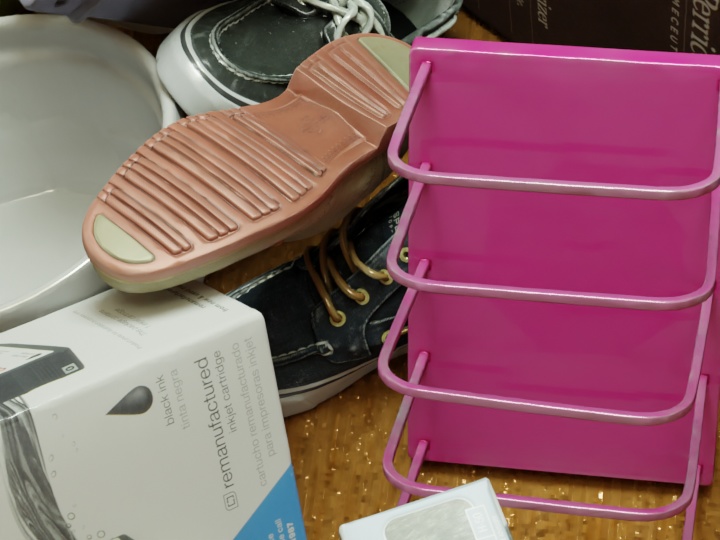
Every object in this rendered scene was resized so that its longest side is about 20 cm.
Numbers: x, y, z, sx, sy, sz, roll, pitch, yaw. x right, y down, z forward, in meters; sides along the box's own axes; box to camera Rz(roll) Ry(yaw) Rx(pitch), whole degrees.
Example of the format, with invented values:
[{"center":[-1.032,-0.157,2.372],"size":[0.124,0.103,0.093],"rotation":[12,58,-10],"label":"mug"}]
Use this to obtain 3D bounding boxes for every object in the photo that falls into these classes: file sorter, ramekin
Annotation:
[{"center":[0.079,0.025,0.931],"size":[0.138,0.201,0.126],"rotation":[5,28,9],"label":"file sorter"},{"center":[-0.164,-0.013,1.040],"size":[0.199,0.105,0.201],"rotation":[-9,46,10],"label":"ramekin"}]

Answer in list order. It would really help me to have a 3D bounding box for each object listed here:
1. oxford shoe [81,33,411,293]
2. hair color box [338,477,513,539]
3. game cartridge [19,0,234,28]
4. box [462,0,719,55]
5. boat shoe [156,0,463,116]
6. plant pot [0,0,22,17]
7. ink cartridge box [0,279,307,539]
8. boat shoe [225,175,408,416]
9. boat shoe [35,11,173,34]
[{"center":[-0.041,-0.031,0.977],"size":[0.071,0.074,0.199],"rotation":[40,48,23],"label":"oxford shoe"},{"center":[0.040,0.174,0.860],"size":[0.060,0.200,0.099],"rotation":[-17,57,-5],"label":"hair color box"},{"center":[-0.056,-0.155,1.042],"size":[0.129,0.200,0.039],"rotation":[-31,76,26],"label":"game cartridge"},{"center":[0.160,-0.181,1.095],"size":[0.164,0.166,0.200],"rotation":[-40,62,-19],"label":"box"},{"center":[-0.015,-0.111,1.065],"size":[0.199,0.068,0.074],"rotation":[-12,62,-53],"label":"boat shoe"},{"center":[-0.190,-0.242,1.172],"size":[0.200,0.201,0.193],"rotation":[33,55,24],"label":"plant pot"},{"center":[-0.128,0.106,0.916],"size":[0.199,0.146,0.084],"rotation":[-22,25,-28],"label":"ink cartridge box"},{"center":[0.000,0.000,1.041],"size":[0.199,0.091,0.071],"rotation":[-19,57,-6],"label":"boat shoe"},{"center":[-0.120,-0.166,1.099],"size":[0.072,0.200,0.069],"rotation":[-30,79,22],"label":"boat shoe"}]
